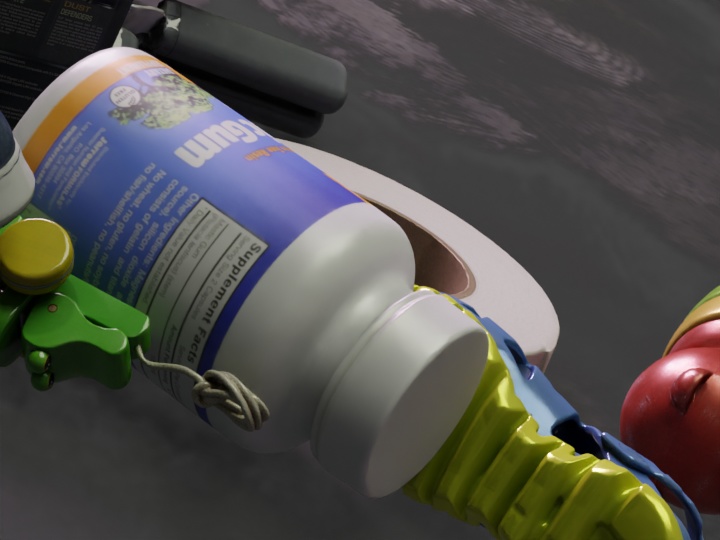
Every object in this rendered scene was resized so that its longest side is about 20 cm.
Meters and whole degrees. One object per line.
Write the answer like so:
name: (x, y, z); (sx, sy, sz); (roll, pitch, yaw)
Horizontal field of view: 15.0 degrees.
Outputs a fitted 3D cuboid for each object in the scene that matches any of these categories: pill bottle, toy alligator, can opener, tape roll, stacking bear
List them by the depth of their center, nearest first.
toy alligator: (-0.128, 0.019, 1.068); (0.200, 0.059, 0.054); (34, 60, 20)
pill bottle: (-0.049, 0.004, 1.116); (0.200, 0.112, 0.112); (34, 20, 21)
tape roll: (0.000, 0.000, 1.303); (0.202, 0.037, 0.203); (23, 19, -9)
stacking bear: (0.193, 0.060, 1.305); (0.114, 0.122, 0.200); (36, 29, 20)
can opener: (-0.101, -0.104, 1.443); (0.199, 0.053, 0.067); (18, 53, -25)

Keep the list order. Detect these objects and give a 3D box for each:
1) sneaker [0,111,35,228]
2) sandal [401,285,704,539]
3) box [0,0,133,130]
sneaker: (-0.216, -0.099, 1.053); (0.202, 0.147, 0.077); (14, 46, 42)
sandal: (0.071, 0.081, 1.145); (0.200, 0.080, 0.087); (46, 16, 30)
box: (-0.198, -0.128, 1.190); (0.199, 0.158, 0.051); (12, 24, -35)
